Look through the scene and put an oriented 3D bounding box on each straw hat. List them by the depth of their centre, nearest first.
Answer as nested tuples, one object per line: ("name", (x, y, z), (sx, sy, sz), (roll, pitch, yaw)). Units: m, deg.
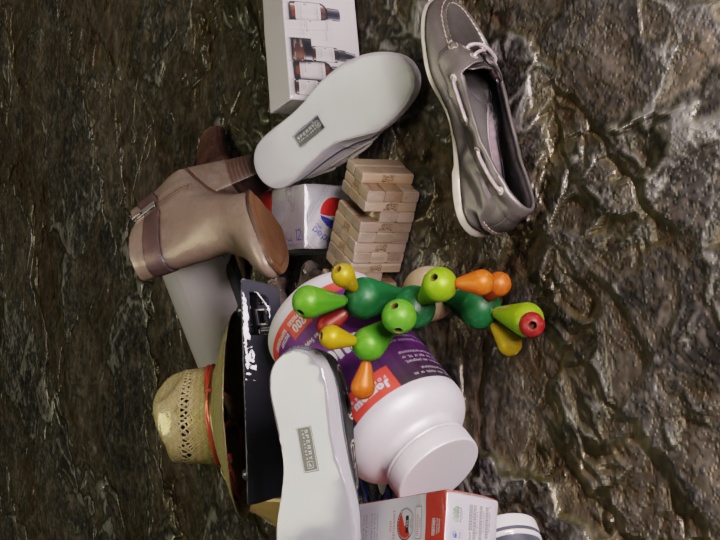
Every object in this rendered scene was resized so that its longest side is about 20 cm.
("straw hat", (-0.156, 0.141, 1.332), (0.201, 0.085, 0.202), (-4, -90, -85))

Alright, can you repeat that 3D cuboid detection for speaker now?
("speaker", (-0.159, 0.031, 1.454), (0.081, 0.081, 0.201), (-124, 15, -48))

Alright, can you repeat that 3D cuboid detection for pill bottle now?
("pill bottle", (0.012, 0.099, 1.158), (0.200, 0.112, 0.113), (51, 134, 36))

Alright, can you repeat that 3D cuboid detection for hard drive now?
("hard drive", (-0.092, 0.113, 1.278), (0.135, 0.042, 0.201), (126, 142, -82))

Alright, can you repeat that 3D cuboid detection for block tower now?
("block tower", (0.000, 0.000, 1.265), (0.054, 0.058, 0.201), (48, 132, 54))

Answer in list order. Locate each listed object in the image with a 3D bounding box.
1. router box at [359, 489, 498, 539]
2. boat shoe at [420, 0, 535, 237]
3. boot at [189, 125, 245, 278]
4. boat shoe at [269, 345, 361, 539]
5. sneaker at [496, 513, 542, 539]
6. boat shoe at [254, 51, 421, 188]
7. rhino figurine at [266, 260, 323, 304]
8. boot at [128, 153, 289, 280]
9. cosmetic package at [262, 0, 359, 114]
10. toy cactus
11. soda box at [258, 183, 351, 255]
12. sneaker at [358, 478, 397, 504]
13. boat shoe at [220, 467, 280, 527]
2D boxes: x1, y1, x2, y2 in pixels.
("router box", (0.028, 0.277, 1.039), (0.179, 0.049, 0.201), (-25, 56, 55))
("boat shoe", (0.097, -0.127, 1.079), (0.057, 0.067, 0.201), (-20, 75, 44))
("boot", (-0.175, -0.050, 1.621), (0.167, 0.072, 0.201), (-108, 29, -54))
("boat shoe", (-0.028, 0.158, 1.079), (0.068, 0.057, 0.201), (-6, 87, 24))
("sneaker", (0.082, 0.274, 1.074), (0.200, 0.078, 0.080), (121, 146, -42))
("boat shoe", (-0.013, -0.138, 1.279), (0.200, 0.066, 0.072), (-38, 78, 34))
("rhino figurine", (-0.064, 0.051, 1.377), (0.200, 0.059, 0.088), (129, 132, -56))
("boot", (-0.152, -0.031, 1.318), (0.070, 0.146, 0.200), (57, -170, -36))
("cosmetic package", (-0.049, -0.253, 1.340), (0.051, 0.082, 0.201), (-23, 70, 58))
("toy cactus", (0.052, 0.034, 1.092), (0.165, 0.199, 0.103), (-37, -61, -73))
("soda box", (-0.069, -0.048, 1.388), (0.200, 0.068, 0.064), (-2, 87, 63))
("sneaker", (0.002, 0.175, 1.232), (0.075, 0.078, 0.201), (-33, 61, 57))
("boat shoe", (-0.088, 0.234, 1.407), (0.200, 0.076, 0.072), (12, 100, 62))
